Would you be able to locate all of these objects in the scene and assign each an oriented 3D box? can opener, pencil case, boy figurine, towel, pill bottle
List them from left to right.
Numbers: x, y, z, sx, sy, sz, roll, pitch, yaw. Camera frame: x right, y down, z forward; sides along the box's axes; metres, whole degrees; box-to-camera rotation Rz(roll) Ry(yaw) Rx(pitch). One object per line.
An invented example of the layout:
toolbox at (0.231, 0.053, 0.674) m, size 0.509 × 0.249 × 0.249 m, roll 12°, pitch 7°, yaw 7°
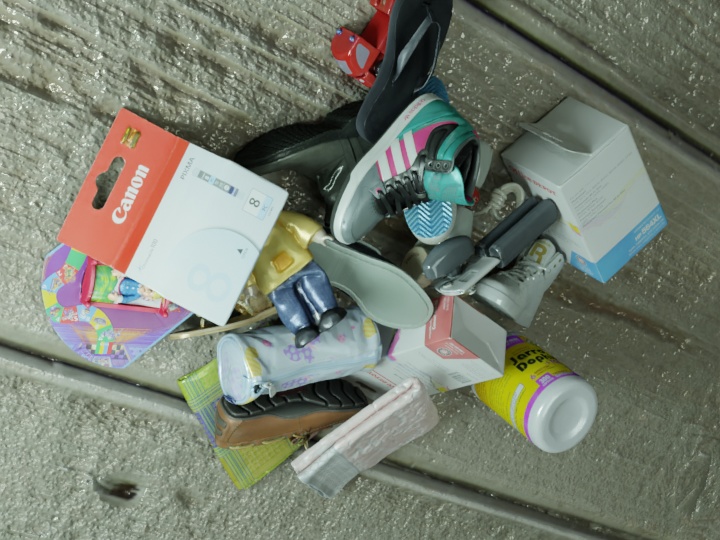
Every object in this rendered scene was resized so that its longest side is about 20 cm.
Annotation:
towel at (-0.130, 0.168, 1.655) m, size 0.143 × 0.023 × 0.201 m, roll -36°, pitch 127°, yaw -13°
boy figurine at (-0.090, -0.018, 1.508) m, size 0.124 × 0.064 × 0.201 m, roll -30°, pitch 94°, yaw 4°
pencil case at (-0.072, 0.098, 1.588) m, size 0.198 × 0.090 × 0.084 m, roll -13°, pitch 107°, yaw -34°
towel at (0.012, 0.214, 1.683) m, size 0.190 × 0.032 × 0.200 m, roll -35°, pitch 161°, yaw -2°
can opener at (0.161, -0.034, 1.625) m, size 0.199 × 0.052 × 0.067 m, roll -35°, pitch 118°, yaw -30°
pill bottle at (0.211, 0.147, 1.753) m, size 0.103 × 0.200 × 0.105 m, roll -14°, pitch 120°, yaw -27°

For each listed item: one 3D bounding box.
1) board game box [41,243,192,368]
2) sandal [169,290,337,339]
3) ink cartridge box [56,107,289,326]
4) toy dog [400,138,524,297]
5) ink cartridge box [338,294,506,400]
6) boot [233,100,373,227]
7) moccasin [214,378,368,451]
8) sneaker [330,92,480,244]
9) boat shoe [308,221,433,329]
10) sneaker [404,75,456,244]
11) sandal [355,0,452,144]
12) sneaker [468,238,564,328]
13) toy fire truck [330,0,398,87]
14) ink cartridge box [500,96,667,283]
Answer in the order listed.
board game box at (-0.246, 0.012, 1.466) m, size 0.199 × 0.039 × 0.159 m, roll -39°, pitch 114°, yaw -12°
sandal at (-0.128, 0.028, 1.566) m, size 0.210 × 0.077 × 0.071 m, roll -10°, pitch 92°, yaw -24°
ink cartridge box at (-0.197, -0.057, 1.426) m, size 0.199 × 0.047 × 0.161 m, roll 27°, pitch 88°, yaw -17°
toy dog at (0.103, -0.060, 1.670) m, size 0.132 × 0.096 × 0.201 m, roll 45°, pitch 70°, yaw -36°
ink cartridge box at (0.069, 0.102, 1.684) m, size 0.116 × 0.199 × 0.068 m, roll 35°, pitch 50°, yaw -39°
boot at (-0.042, -0.105, 1.542) m, size 0.198 × 0.068 × 0.132 m, roll -22°, pitch 117°, yaw -25°
moccasin at (-0.082, 0.179, 1.633) m, size 0.200 × 0.074 × 0.078 m, roll -12°, pitch 132°, yaw -32°
sneaker at (0.065, -0.093, 1.489) m, size 0.201 × 0.120 × 0.084 m, roll -53°, pitch 146°, yaw -7°
boat shoe at (0.000, 0.000, 1.593) m, size 0.199 × 0.060 × 0.076 m, roll 34°, pitch 110°, yaw -19°
sneaker at (0.074, -0.131, 1.587) m, size 0.076 × 0.081 × 0.203 m, roll -2°, pitch 80°, yaw 5°
sandal at (0.059, -0.232, 1.502) m, size 0.076 × 0.043 × 0.202 m, roll 9°, pitch 105°, yaw -38°
sneaker at (0.203, 0.004, 1.733) m, size 0.116 × 0.073 × 0.200 m, roll -61°, pitch 162°, yaw 2°
toy fire truck at (0.018, -0.320, 1.494) m, size 0.141 × 0.049 × 0.201 m, roll 32°, pitch 94°, yaw -39°
ink cartridge box at (0.283, -0.113, 1.719) m, size 0.125 × 0.128 × 0.201 m, roll -40°, pitch 129°, yaw -11°
